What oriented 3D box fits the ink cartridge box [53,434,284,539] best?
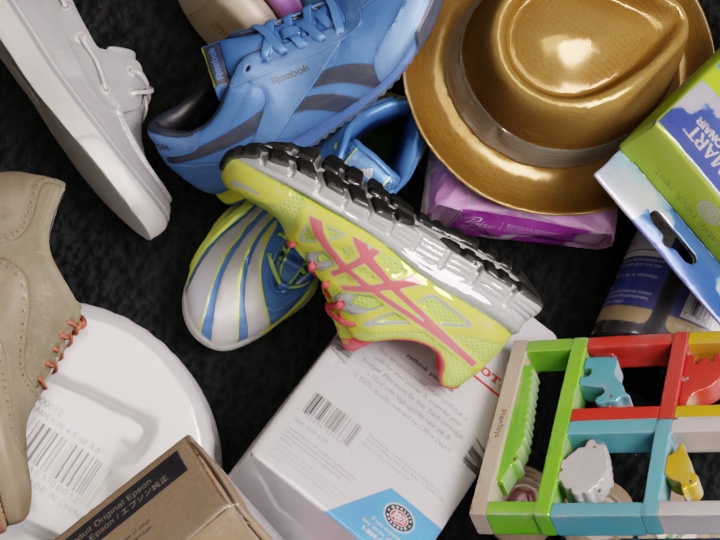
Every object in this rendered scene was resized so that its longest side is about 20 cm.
[{"bbox_3d":[-0.095,0.212,1.040,0.165,0.075,0.200,-38,128,-3],"label":"ink cartridge box"}]

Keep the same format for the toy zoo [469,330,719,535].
[{"bbox_3d":[0.168,0.089,1.057,0.199,0.021,0.132,-4,45,24],"label":"toy zoo"}]

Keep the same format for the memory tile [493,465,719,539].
[{"bbox_3d":[0.165,0.206,1.176,0.199,0.017,0.154,9,78,-7],"label":"memory tile"}]

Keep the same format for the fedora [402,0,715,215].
[{"bbox_3d":[0.126,-0.129,1.123,0.199,0.082,0.202,2,80,-12],"label":"fedora"}]

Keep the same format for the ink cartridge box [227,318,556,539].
[{"bbox_3d":[0.020,0.087,1.133,0.116,0.067,0.200,38,53,0],"label":"ink cartridge box"}]

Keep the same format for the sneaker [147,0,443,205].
[{"bbox_3d":[-0.040,-0.121,1.121,0.200,0.066,0.078,-39,125,17],"label":"sneaker"}]

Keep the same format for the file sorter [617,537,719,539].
[{"bbox_3d":[0.132,0.226,1.059,0.138,0.200,0.123,-17,84,-11],"label":"file sorter"}]

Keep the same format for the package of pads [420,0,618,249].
[{"bbox_3d":[0.110,-0.117,1.200,0.120,0.076,0.201,9,78,-7],"label":"package of pads"}]

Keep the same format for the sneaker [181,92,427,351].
[{"bbox_3d":[-0.031,-0.039,1.148,0.076,0.105,0.200,40,76,-2],"label":"sneaker"}]

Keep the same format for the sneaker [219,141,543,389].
[{"bbox_3d":[0.000,0.000,1.081,0.199,0.078,0.091,32,104,-5],"label":"sneaker"}]

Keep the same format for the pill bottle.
[{"bbox_3d":[0.228,-0.018,1.180,0.111,0.112,0.201,27,77,-2],"label":"pill bottle"}]

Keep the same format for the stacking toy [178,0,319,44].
[{"bbox_3d":[-0.023,-0.219,1.202,0.085,0.085,0.200,41,73,1],"label":"stacking toy"}]

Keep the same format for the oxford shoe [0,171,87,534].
[{"bbox_3d":[-0.183,0.040,1.031,0.074,0.070,0.201,-2,81,-14],"label":"oxford shoe"}]

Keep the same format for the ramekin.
[{"bbox_3d":[-0.176,0.113,1.103,0.199,0.098,0.202,1,79,-8],"label":"ramekin"}]

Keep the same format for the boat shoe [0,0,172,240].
[{"bbox_3d":[-0.165,-0.113,1.169,0.068,0.072,0.200,-34,76,-12],"label":"boat shoe"}]

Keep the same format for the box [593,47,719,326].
[{"bbox_3d":[0.239,-0.074,1.105,0.122,0.048,0.200,49,60,-2],"label":"box"}]
